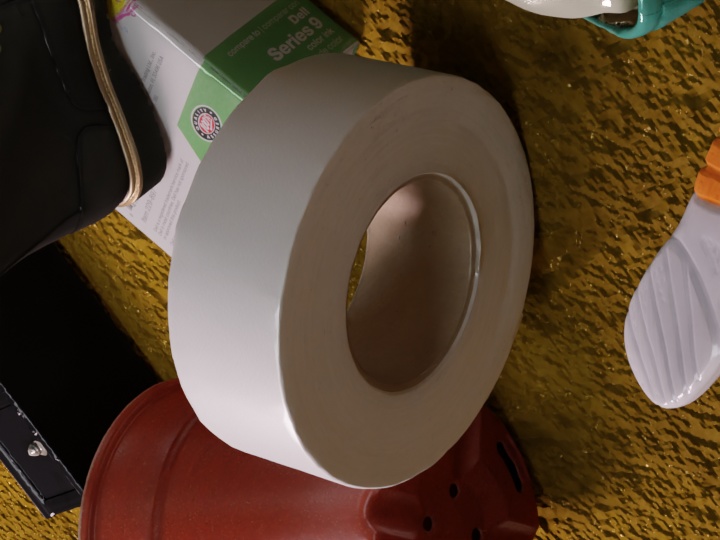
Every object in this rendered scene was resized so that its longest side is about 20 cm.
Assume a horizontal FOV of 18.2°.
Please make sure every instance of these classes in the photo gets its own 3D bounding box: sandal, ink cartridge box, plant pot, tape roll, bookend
[{"bbox_3d":[0.183,-0.020,0.991,0.079,0.059,0.207,62,141,29],"label":"sandal"},{"bbox_3d":[-0.116,-0.117,1.177,0.200,0.088,0.145,38,142,9],"label":"ink cartridge box"},{"bbox_3d":[-0.018,0.150,1.259,0.195,0.201,0.201,-9,118,39],"label":"plant pot"},{"bbox_3d":[0.000,0.000,1.076,0.071,0.202,0.203,14,133,36],"label":"tape roll"},{"bbox_3d":[-0.236,0.081,1.478,0.199,0.092,0.200,54,144,-11],"label":"bookend"}]

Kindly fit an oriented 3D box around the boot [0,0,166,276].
[{"bbox_3d":[-0.186,-0.096,1.080,0.077,0.138,0.200,-13,111,48],"label":"boot"}]

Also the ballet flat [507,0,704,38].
[{"bbox_3d":[0.059,-0.153,0.981,0.200,0.070,0.068,24,139,28],"label":"ballet flat"}]
